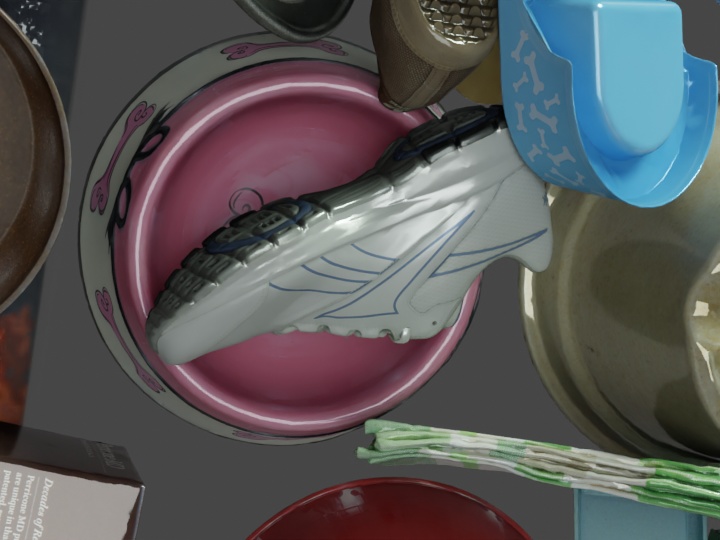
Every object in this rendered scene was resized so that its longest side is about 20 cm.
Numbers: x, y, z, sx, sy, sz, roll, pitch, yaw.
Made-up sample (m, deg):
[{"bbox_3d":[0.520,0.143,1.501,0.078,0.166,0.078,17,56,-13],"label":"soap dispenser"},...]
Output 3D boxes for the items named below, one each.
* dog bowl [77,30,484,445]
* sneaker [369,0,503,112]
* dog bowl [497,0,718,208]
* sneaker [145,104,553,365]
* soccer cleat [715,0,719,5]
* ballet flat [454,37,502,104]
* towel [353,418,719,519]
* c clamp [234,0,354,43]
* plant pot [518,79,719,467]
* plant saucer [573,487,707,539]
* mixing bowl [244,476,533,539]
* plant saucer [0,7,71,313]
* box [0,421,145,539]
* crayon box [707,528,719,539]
[{"bbox_3d":[-0.031,-0.011,1.381,0.199,0.074,0.201,-1,97,-11],"label":"dog bowl"},{"bbox_3d":[0.023,-0.166,1.353,0.070,0.076,0.201,15,56,-20],"label":"sneaker"},{"bbox_3d":[0.107,-0.127,1.308,0.111,0.049,0.201,-4,92,-49],"label":"dog bowl"},{"bbox_3d":[0.000,0.000,1.316,0.199,0.075,0.087,-25,106,-6],"label":"sneaker"},{"bbox_3d":[0.203,-0.146,1.394,0.200,0.086,0.070,29,74,-12],"label":"soccer cleat"},{"bbox_3d":[0.079,-0.176,1.386,0.068,0.063,0.201,10,95,-13],"label":"ballet flat"},{"bbox_3d":[0.100,0.096,1.353,0.199,0.153,0.023,8,85,5],"label":"towel"},{"bbox_3d":[-0.042,-0.210,1.327,0.171,0.027,0.201,20,74,-53],"label":"c clamp"},{"bbox_3d":[0.191,0.017,1.369,0.200,0.183,0.201,-1,98,-10],"label":"plant pot"},{"bbox_3d":[0.133,0.196,1.410,0.070,0.019,0.201,7,65,-13],"label":"plant saucer"},{"bbox_3d":[0.020,0.207,1.401,0.199,0.108,0.201,-1,97,-9],"label":"mixing bowl"},{"bbox_3d":[-0.230,-0.056,1.337,0.199,0.035,0.201,-1,112,-2],"label":"plant saucer"},{"bbox_3d":[-0.205,0.102,1.349,0.199,0.100,0.075,14,94,-12],"label":"box"},{"bbox_3d":[0.250,0.219,1.469,0.199,0.058,0.119,20,93,-12],"label":"crayon box"}]
